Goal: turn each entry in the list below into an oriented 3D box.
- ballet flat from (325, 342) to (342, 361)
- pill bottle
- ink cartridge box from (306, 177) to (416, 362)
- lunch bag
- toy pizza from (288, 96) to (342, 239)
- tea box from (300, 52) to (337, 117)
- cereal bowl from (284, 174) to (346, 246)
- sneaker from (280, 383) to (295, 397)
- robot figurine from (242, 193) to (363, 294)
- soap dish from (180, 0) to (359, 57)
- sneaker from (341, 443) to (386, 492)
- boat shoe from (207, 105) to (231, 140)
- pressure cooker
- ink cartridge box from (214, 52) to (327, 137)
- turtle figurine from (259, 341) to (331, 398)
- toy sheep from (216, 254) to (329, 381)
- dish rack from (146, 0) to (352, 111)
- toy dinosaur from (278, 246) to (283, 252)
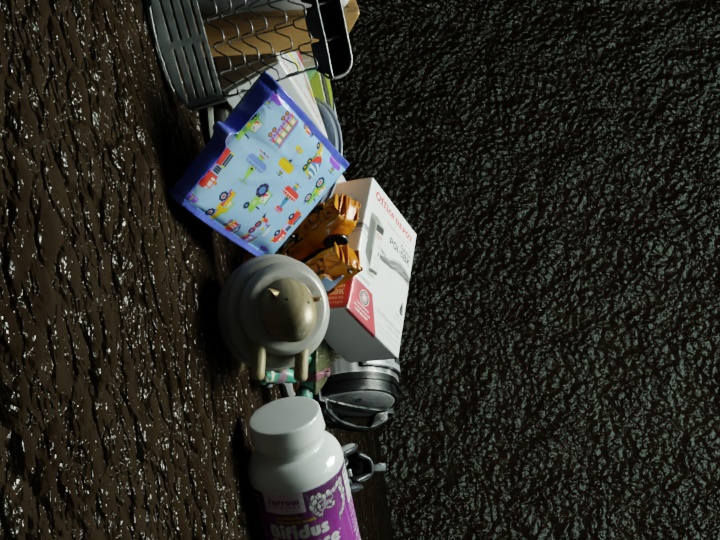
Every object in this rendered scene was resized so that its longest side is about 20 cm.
[{"bbox_3d":[-0.093,0.055,1.190,0.200,0.075,0.068,43,17,0],"label":"ballet flat"},{"bbox_3d":[-0.067,0.252,0.954,0.112,0.111,0.203,-89,169,-70],"label":"pill bottle"},{"bbox_3d":[0.000,0.000,1.125,0.147,0.082,0.202,46,45,-46],"label":"ink cartridge box"},{"bbox_3d":[-0.110,-0.109,0.878,0.094,0.151,0.200,41,0,15],"label":"lunch bag"},{"bbox_3d":[-0.089,-0.140,1.159,0.031,0.199,0.203,14,59,-44],"label":"toy pizza"},{"bbox_3d":[-0.116,-0.293,1.402,0.201,0.132,0.199,-94,174,-58],"label":"tea box"},{"bbox_3d":[-0.066,-0.067,1.305,0.200,0.082,0.203,-164,-90,-75],"label":"cereal bowl"},{"bbox_3d":[-0.065,0.113,1.261,0.084,0.119,0.203,-69,150,-83],"label":"sneaker"},{"bbox_3d":[-0.081,-0.009,1.034,0.058,0.199,0.147,28,46,-38],"label":"robot figurine"},{"bbox_3d":[-0.112,-0.321,0.983,0.082,0.197,0.159,95,-15,-46],"label":"soap dish"},{"bbox_3d":[-0.031,0.286,1.200,0.200,0.138,0.079,20,60,-85],"label":"sneaker"},{"bbox_3d":[-0.146,-0.124,1.069,0.072,0.060,0.203,-94,174,-49],"label":"boat shoe"},{"bbox_3d":[-0.021,0.169,1.397,0.179,0.173,0.203,90,-6,-63],"label":"pressure cooker"},{"bbox_3d":[-0.125,-0.260,1.094,0.145,0.083,0.202,54,14,-49],"label":"ink cartridge box"},{"bbox_3d":[-0.087,0.133,1.106,0.150,0.099,0.203,-31,120,-79],"label":"turtle figurine"},{"bbox_3d":[-0.098,0.049,0.921,0.199,0.136,0.140,-1,-80,64],"label":"toy sheep"},{"bbox_3d":[-0.115,-0.255,0.868,0.054,0.198,0.155,27,-45,58],"label":"dish rack"},{"bbox_3d":[-0.120,-0.102,1.266,0.101,0.057,0.203,-19,-99,61],"label":"toy dinosaur"}]
